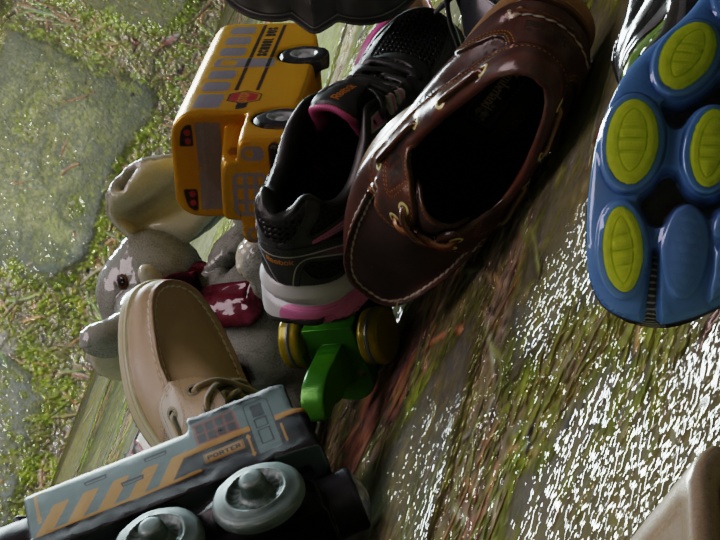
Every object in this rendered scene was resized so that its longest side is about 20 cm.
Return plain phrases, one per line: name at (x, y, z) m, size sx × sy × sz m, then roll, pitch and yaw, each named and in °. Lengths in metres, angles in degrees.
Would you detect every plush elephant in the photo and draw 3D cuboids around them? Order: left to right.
plush elephant at (-0.096, 0.024, 1.380) m, size 0.200 × 0.154 × 0.166 m, roll -69°, pitch -19°, yaw -65°

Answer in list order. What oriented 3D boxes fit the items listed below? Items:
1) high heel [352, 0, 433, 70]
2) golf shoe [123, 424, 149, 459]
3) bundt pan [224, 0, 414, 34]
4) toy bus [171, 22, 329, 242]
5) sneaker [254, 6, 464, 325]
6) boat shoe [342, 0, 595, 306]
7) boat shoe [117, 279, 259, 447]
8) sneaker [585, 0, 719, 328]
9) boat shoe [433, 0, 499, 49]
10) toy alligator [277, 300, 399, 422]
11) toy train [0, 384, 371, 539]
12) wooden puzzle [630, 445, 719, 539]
high heel at (0.027, -0.127, 1.386) m, size 0.200 × 0.067 × 0.097 m, roll 5°, pitch -82°, yaw -86°
golf shoe at (-0.125, 0.171, 1.603) m, size 0.088 × 0.077 × 0.201 m, roll -11°, pitch 57°, yaw 55°
bundt pan at (-0.021, -0.234, 1.240) m, size 0.076 × 0.201 × 0.203 m, roll 74°, pitch -143°, yaw -79°
toy bus at (-0.059, -0.082, 1.330) m, size 0.200 × 0.078 × 0.065 m, roll -77°, pitch -14°, yaw -65°
sneaker at (0.004, -0.070, 1.205) m, size 0.087 × 0.080 × 0.201 m, roll 73°, pitch -148°, yaw -48°
boat shoe at (0.041, -0.046, 1.083) m, size 0.200 × 0.070 × 0.071 m, roll -59°, pitch 8°, yaw 43°
boat shoe at (-0.071, 0.086, 1.234) m, size 0.065 × 0.072 × 0.201 m, roll -44°, pitch 58°, yaw 46°
sneaker at (0.114, -0.060, 0.733) m, size 0.083 × 0.070 × 0.200 m, roll 101°, pitch -175°, yaw -55°
boat shoe at (0.070, -0.146, 1.188) m, size 0.075 × 0.062 × 0.201 m, roll 142°, pitch 148°, yaw -69°
toy alligator at (0.000, 0.000, 1.258) m, size 0.054 × 0.059 × 0.201 m, roll 52°, pitch -140°, yaw -50°
toy train at (-0.094, 0.132, 1.131) m, size 0.114 × 0.199 × 0.086 m, roll -115°, pitch 3°, yaw -56°
wooden puzzle at (0.043, 0.166, 0.636) m, size 0.201 × 0.046 × 0.186 m, roll -77°, pitch 13°, yaw -47°
